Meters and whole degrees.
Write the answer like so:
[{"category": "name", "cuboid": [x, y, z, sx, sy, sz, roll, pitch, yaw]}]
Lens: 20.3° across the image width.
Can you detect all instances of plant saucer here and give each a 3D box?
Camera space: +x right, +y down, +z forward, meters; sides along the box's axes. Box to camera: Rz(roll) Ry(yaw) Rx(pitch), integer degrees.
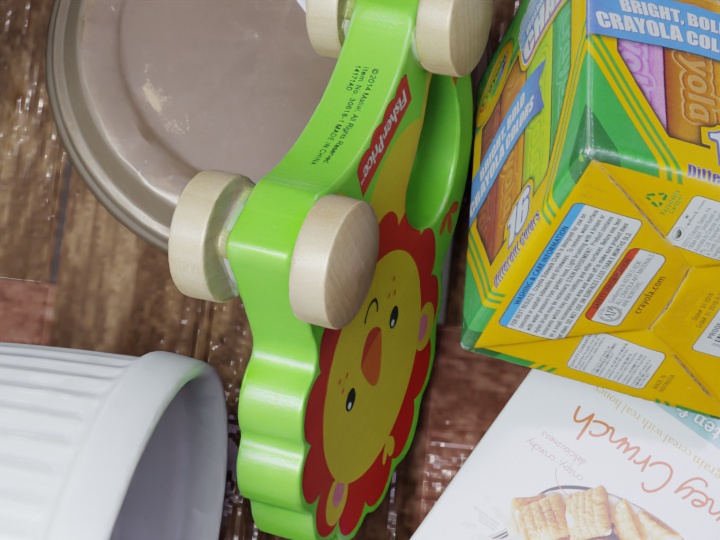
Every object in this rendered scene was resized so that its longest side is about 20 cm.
[{"category": "plant saucer", "cuboid": [-0.040, -0.097, 0.886, 0.200, 0.029, 0.200, 1, 77, -3]}]

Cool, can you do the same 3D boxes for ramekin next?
[{"category": "ramekin", "cuboid": [-0.128, 0.120, 0.752, 0.105, 0.200, 0.200, 11, 77, 8]}]

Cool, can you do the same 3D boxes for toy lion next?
[{"category": "toy lion", "cuboid": [0.000, 0.000, 0.796, 0.069, 0.192, 0.200, 12, 56, 21]}]

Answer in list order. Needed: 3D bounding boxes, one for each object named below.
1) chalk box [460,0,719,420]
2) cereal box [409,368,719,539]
[{"category": "chalk box", "cuboid": [0.121, -0.063, 0.813, 0.124, 0.125, 0.200, 15, 46, -11]}, {"category": "cereal box", "cuboid": [0.114, 0.105, 0.845, 0.144, 0.040, 0.200, 35, 78, 6]}]
